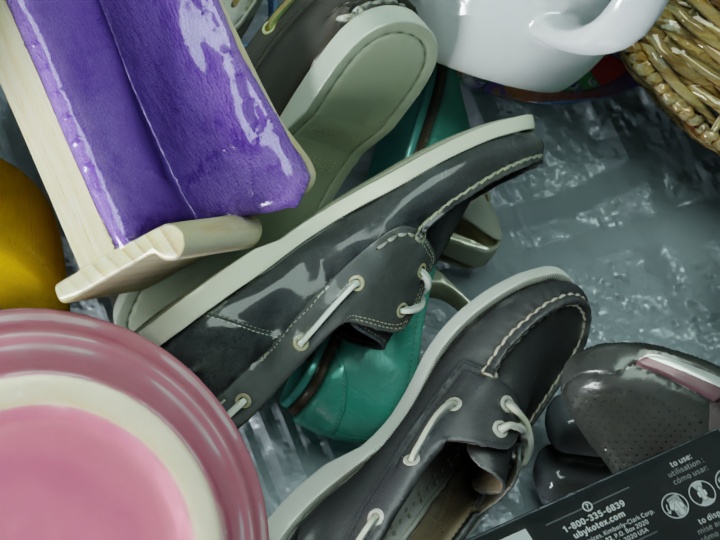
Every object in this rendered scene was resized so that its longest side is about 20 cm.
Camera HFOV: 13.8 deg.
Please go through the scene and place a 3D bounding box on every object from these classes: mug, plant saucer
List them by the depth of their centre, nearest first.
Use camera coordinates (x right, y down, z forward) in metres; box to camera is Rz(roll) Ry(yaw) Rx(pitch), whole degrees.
[{"bbox_3d":[-0.132,0.116,1.207,0.199,0.051,0.202,0,89,-13],"label":"plant saucer"},{"bbox_3d":[0.087,-0.167,1.301,0.147,0.176,0.200,10,17,-28],"label":"mug"}]

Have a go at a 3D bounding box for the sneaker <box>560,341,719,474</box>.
[{"bbox_3d":[0.153,0.124,1.260,0.200,0.076,0.116,38,54,-21],"label":"sneaker"}]

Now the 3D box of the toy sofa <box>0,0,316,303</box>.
[{"bbox_3d":[-0.107,-0.094,1.239,0.097,0.083,0.201,-26,84,21],"label":"toy sofa"}]

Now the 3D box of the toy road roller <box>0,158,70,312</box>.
[{"bbox_3d":[-0.188,-0.033,1.252,0.145,0.201,0.123,7,27,-15],"label":"toy road roller"}]

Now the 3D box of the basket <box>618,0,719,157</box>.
[{"bbox_3d":[0.215,-0.113,1.441,0.199,0.149,0.143,30,98,-3],"label":"basket"}]

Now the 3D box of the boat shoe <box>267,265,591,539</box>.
[{"bbox_3d":[0.039,0.080,1.284,0.200,0.074,0.060,-42,43,-21],"label":"boat shoe"}]

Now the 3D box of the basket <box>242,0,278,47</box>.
[{"bbox_3d":[-0.120,-0.183,1.384,0.175,0.139,0.201,10,55,-6],"label":"basket"}]

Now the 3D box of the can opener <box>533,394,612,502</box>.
[{"bbox_3d":[0.177,0.083,1.353,0.199,0.054,0.067,7,27,-7],"label":"can opener"}]

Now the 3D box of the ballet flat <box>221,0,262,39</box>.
[{"bbox_3d":[-0.056,-0.155,1.297,0.067,0.064,0.200,34,78,-4],"label":"ballet flat"}]

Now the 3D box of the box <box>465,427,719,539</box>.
[{"bbox_3d":[0.088,0.181,1.177,0.148,0.200,0.125,-21,65,-22],"label":"box"}]

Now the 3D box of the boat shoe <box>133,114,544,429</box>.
[{"bbox_3d":[0.000,0.000,1.286,0.200,0.072,0.068,-33,89,-12],"label":"boat shoe"}]

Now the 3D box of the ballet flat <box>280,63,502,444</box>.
[{"bbox_3d":[0.025,-0.004,1.359,0.070,0.067,0.201,27,61,-12],"label":"ballet flat"}]

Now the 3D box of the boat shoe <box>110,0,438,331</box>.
[{"bbox_3d":[-0.046,-0.052,1.317,0.072,0.201,0.061,20,30,-47],"label":"boat shoe"}]

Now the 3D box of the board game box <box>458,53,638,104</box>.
[{"bbox_3d":[0.089,-0.177,1.482,0.157,0.039,0.201,-5,62,-14],"label":"board game box"}]
